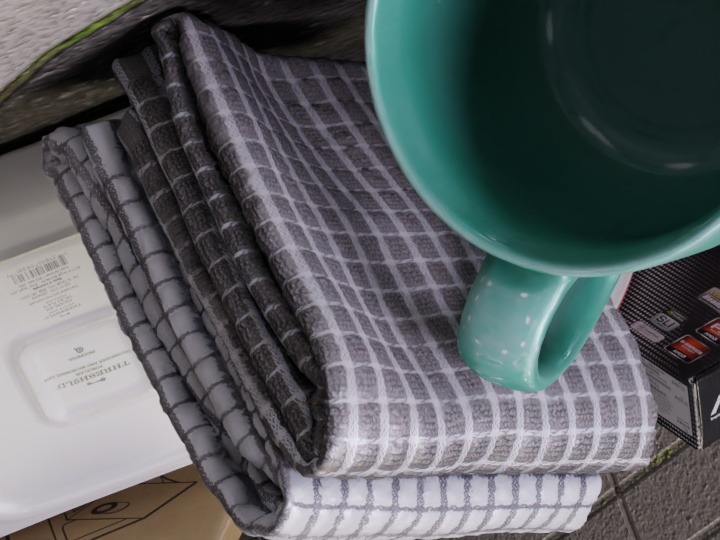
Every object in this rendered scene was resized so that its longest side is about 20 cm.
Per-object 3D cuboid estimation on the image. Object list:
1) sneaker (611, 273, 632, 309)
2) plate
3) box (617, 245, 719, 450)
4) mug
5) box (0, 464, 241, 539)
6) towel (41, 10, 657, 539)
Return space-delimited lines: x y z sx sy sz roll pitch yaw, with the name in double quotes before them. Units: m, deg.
"sneaker" 0.115 -0.064 1.363 0.078 0.116 0.200 1 -145 16
"plate" -0.114 0.030 1.127 0.198 0.032 0.201 -20 135 2
"box" 0.169 -0.002 1.403 0.160 0.044 0.200 -27 -143 -22
"mug" 0.081 -0.070 0.917 0.185 0.152 0.114 -40 170 24
"box" -0.123 0.103 1.244 0.162 0.021 0.200 -4 -154 18
"towel" 0.000 0.000 0.993 0.165 0.201 0.086 0 140 -41
